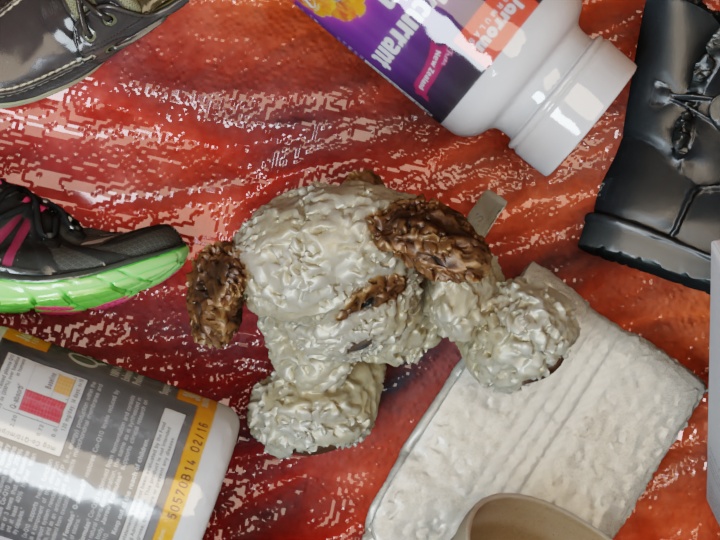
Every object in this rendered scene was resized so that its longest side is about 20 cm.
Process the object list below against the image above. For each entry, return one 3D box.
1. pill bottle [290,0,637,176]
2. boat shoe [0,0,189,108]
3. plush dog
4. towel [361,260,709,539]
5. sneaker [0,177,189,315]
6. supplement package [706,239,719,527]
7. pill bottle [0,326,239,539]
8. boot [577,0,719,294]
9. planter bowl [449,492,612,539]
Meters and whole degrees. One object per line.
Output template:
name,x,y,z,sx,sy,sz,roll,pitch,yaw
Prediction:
pill bottle,0.054,-0.147,1.326,0.200,0.111,0.111,39,82,-1
boat shoe,-0.144,-0.162,1.331,0.200,0.065,0.073,-35,91,-7
plush dog,0.000,0.000,1.268,0.200,0.172,0.161,-18,72,16
towel,0.097,0.112,1.347,0.132,0.034,0.200,34,83,-4
sneaker,-0.195,-0.018,1.308,0.200,0.077,0.084,0,84,-9
supplement package,0.263,0.082,1.272,0.121,0.120,0.200,-12,130,-6
pill bottle,-0.176,0.098,1.278,0.200,0.116,0.117,20,83,-4
boot,0.240,-0.063,1.354,0.200,0.076,0.168,19,87,2
planter bowl,0.091,0.236,1.241,0.200,0.200,0.135,43,112,-1
